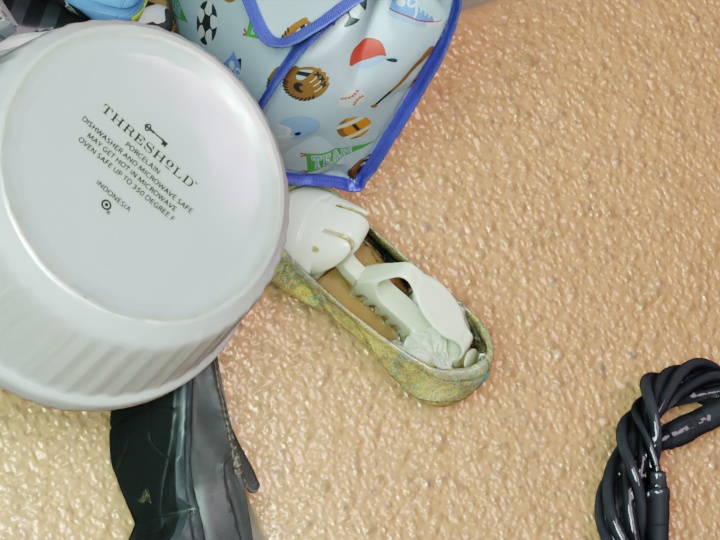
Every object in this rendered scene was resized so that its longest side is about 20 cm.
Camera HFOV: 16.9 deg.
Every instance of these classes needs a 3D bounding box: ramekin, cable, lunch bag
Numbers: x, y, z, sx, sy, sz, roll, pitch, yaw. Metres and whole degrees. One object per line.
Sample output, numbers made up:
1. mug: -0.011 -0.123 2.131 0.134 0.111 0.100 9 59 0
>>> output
1. ramekin: -0.128 -0.035 1.237 0.201 0.094 0.203 9 70 -26
2. cable: 0.218 0.150 1.482 0.163 0.051 0.201 33 61 -15
3. lunch bag: -0.027 -0.167 1.343 0.123 0.200 0.171 -1 58 -30

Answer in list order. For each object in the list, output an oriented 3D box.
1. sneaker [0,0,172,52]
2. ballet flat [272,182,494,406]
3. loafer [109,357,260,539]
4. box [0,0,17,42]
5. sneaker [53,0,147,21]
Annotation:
1. sneaker: -0.197 -0.141 1.337 0.199 0.072 0.083 -13 79 -32
2. ballet flat: 0.000 0.000 1.402 0.200 0.071 0.071 42 59 -10
3. loafer: -0.090 0.114 1.318 0.072 0.073 0.201 6 80 -36
4. box: -0.266 -0.111 1.178 0.176 0.200 0.097 -36 93 -2
5. sneaker: -0.147 -0.211 1.354 0.082 0.071 0.200 17 39 -11
